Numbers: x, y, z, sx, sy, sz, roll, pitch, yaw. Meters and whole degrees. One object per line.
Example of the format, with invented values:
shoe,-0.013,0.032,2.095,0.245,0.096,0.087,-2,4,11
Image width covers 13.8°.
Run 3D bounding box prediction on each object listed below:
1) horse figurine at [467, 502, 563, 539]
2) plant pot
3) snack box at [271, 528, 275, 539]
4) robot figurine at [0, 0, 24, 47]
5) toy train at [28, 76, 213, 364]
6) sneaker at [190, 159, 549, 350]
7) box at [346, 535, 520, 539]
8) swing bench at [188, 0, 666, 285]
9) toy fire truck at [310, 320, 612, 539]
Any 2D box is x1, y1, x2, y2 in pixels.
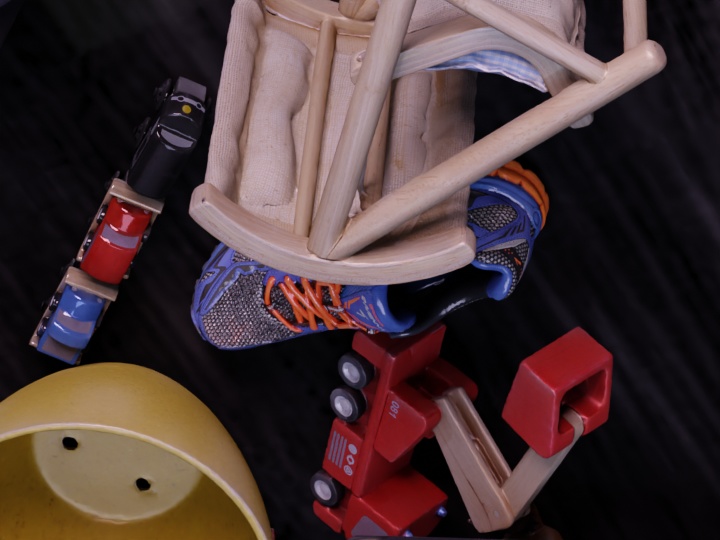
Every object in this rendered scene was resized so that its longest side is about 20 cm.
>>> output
horse figurine,0.087,0.205,1.691,0.050,0.133,0.201,6,112,12
plant pot,-0.138,0.130,1.610,0.199,0.142,0.201,2,119,3
snack box,-0.135,0.236,1.672,0.168,0.200,0.068,-2,131,6
robot figurine,-0.209,-0.191,1.369,0.150,0.125,0.200,-24,131,-14
toy train,-0.126,-0.018,1.556,0.034,0.046,0.200,21,129,-13
sneaker,0.000,0.000,1.540,0.199,0.079,0.075,-20,125,20
box,0.067,0.239,1.587,0.161,0.049,0.201,-1,112,49
swing bench,0.030,-0.116,1.359,0.129,0.199,0.200,28,128,-18
toy fire truck,0.051,0.091,1.582,0.141,0.049,0.200,37,135,25
